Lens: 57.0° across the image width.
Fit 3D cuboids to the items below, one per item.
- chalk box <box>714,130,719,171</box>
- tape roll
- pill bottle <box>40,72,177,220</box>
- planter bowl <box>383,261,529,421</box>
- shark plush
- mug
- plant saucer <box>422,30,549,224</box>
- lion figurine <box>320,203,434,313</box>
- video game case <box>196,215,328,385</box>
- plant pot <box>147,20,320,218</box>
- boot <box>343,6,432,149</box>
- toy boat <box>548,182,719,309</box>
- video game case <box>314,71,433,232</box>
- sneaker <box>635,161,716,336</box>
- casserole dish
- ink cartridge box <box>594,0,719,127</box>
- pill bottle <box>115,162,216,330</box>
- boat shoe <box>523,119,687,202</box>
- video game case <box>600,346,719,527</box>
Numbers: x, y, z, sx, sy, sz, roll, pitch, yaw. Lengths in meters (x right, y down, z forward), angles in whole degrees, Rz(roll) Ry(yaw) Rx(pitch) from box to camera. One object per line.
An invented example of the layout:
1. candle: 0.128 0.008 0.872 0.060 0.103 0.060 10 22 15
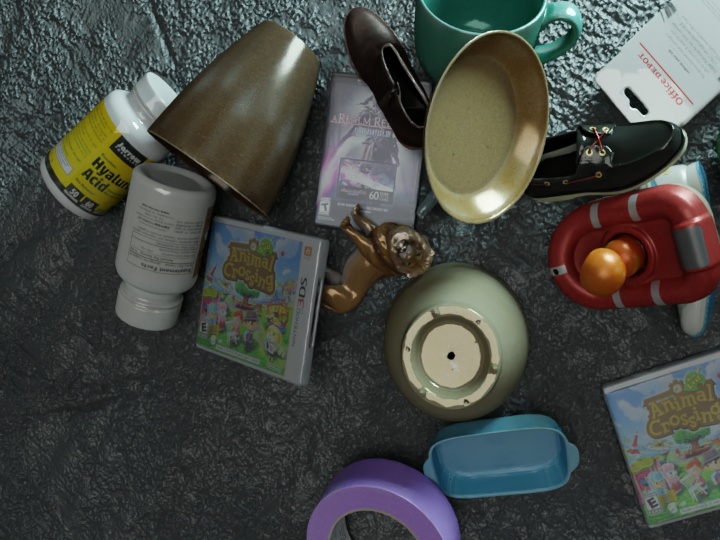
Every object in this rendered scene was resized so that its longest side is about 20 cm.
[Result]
1. chalk box: 0.473 -0.141 0.721 0.120 0.126 0.204 9 134 11
2. tape roll: 0.030 0.354 0.865 0.194 0.066 0.207 6 109 18
3. pill bottle: -0.333 -0.173 0.912 0.198 0.111 0.112 -39 85 11
4. planter bowl: 0.116 0.096 0.823 0.193 0.135 0.208 1 93 11
5. shark plush: 0.138 -0.151 0.830 0.197 0.083 0.093 -32 87 11
6. mug: 0.148 -0.277 0.788 0.151 0.116 0.184 -40 67 -20
7. plant saucer: 0.133 -0.155 0.730 0.035 0.196 0.206 25 99 48
8. lion figurine: 0.000 0.000 0.877 0.122 0.073 0.200 43 122 -4
9. video game case: -0.136 0.035 0.886 0.195 0.022 0.189 13 97 33
10. plant pot: -0.141 -0.206 0.851 0.184 0.187 0.203 32 86 8
11. boot: 0.035 -0.244 0.784 0.071 0.166 0.204 -27 89 2
12. toy boat: 0.292 -0.012 0.749 0.128 0.198 0.134 -23 96 -33
13. video game case: 0.017 -0.155 0.889 0.138 0.019 0.207 8 95 11
14. sneaker: 0.382 -0.023 0.799 0.079 0.076 0.207 -6 96 34
15. casserole dish: 0.176 0.234 0.845 0.193 0.039 0.124 -9 124 13
16. ink cartridge box: 0.381 -0.251 0.783 0.199 0.067 0.117 -42 85 10
17. pill bottle: -0.270 -0.030 0.899 0.111 0.114 0.205 22 109 9
18. boat shoe: 0.269 -0.131 0.767 0.198 0.063 0.076 -10 58 43
19. video game case: 0.423 0.202 0.822 0.195 0.022 0.188 -20 89 12
